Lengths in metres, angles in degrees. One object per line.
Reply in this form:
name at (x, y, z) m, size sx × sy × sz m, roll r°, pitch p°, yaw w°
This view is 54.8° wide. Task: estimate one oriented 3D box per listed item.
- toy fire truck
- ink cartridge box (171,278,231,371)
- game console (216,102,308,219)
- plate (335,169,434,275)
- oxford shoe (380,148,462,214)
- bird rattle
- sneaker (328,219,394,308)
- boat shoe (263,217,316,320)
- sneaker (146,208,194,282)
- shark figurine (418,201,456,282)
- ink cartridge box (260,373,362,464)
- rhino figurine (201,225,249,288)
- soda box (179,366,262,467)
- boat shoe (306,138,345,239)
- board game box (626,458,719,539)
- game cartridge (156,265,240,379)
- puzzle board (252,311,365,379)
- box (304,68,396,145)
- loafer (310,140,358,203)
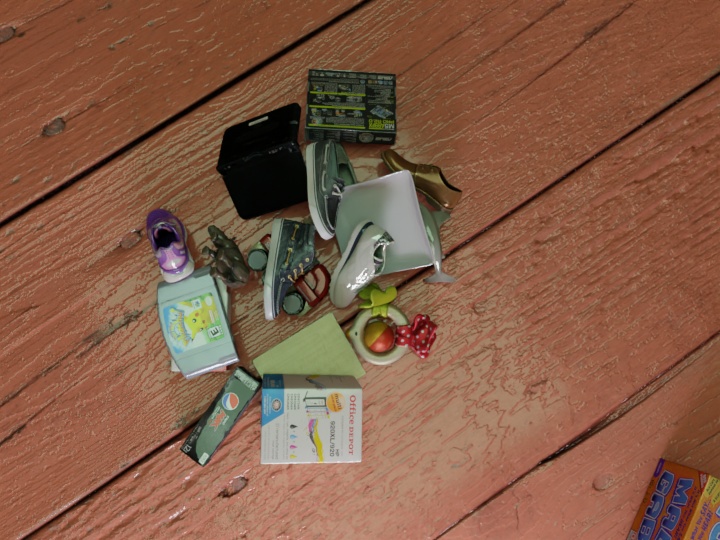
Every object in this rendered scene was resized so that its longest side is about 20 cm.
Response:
toy fire truck at (-0.112, -0.028, 1.456) m, size 0.199 × 0.129 × 0.177 m, roll -40°, pitch 87°, yaw 3°
ink cartridge box at (-0.328, 0.106, 1.443) m, size 0.114 × 0.068 × 0.205 m, roll 1°, pitch 85°, yaw -3°
game console at (-0.193, -0.231, 1.473) m, size 0.196 × 0.117 × 0.179 m, roll -14°, pitch 53°, yaw 24°
plate at (0.040, -0.092, 1.440) m, size 0.196 × 0.032 × 0.203 m, roll -12°, pitch 104°, yaw 22°
oxford shoe at (0.133, -0.207, 1.493) m, size 0.198 × 0.072 × 0.072 m, roll 35°, pitch 120°, yaw -6°
bird rattle at (0.060, 0.124, 1.468) m, size 0.200 × 0.113 × 0.163 m, roll 44°, pitch 95°, yaw -11°
sneaker at (0.000, 0.000, 1.418) m, size 0.080 × 0.076 × 0.203 m, roll 33°, pitch 117°, yaw 21°
boat shoe at (-0.137, -0.002, 1.362) m, size 0.089 × 0.071 × 0.205 m, roll 6°, pitch 80°, yaw 0°
sneaker at (-0.397, -0.072, 1.412) m, size 0.079 × 0.089 × 0.201 m, roll -26°, pitch 48°, yaw -8°
shark figurine at (0.159, -0.077, 1.467) m, size 0.088 × 0.128 × 0.218 m, roll -22°, pitch 86°, yaw -18°
ink cartridge box at (-0.099, 0.292, 1.382) m, size 0.195 × 0.145 × 0.151 m, roll 1°, pitch 91°, yaw -8°
rhino figurine at (-0.278, -0.034, 1.421) m, size 0.060 × 0.201 × 0.087 m, roll -45°, pitch 127°, yaw 11°
soda box at (-0.282, 0.297, 1.422) m, size 0.063 × 0.071 × 0.201 m, roll 35°, pitch 83°, yaw 2°
boat shoe at (-0.063, -0.166, 1.399) m, size 0.067 × 0.071 × 0.204 m, roll -12°, pitch 73°, yaw 24°
board game box at (0.692, 0.528, 1.386) m, size 0.197 × 0.200 × 0.203 m, roll 27°, pitch 83°, yaw 0°
game cartridge at (-0.332, 0.106, 1.392) m, size 0.131 × 0.040 × 0.204 m, roll -19°, pitch 85°, yaw -1°
puzzle board at (-0.109, 0.204, 1.471) m, size 0.198 × 0.017 × 0.152 m, roll -31°, pitch 87°, yaw -5°
box at (-0.020, -0.354, 1.499) m, size 0.195 × 0.044 × 0.163 m, roll 2°, pitch 65°, yaw -3°
loafer at (-0.050, -0.228, 1.495) m, size 0.069 × 0.070 × 0.203 m, roll -28°, pitch 86°, yaw -8°
